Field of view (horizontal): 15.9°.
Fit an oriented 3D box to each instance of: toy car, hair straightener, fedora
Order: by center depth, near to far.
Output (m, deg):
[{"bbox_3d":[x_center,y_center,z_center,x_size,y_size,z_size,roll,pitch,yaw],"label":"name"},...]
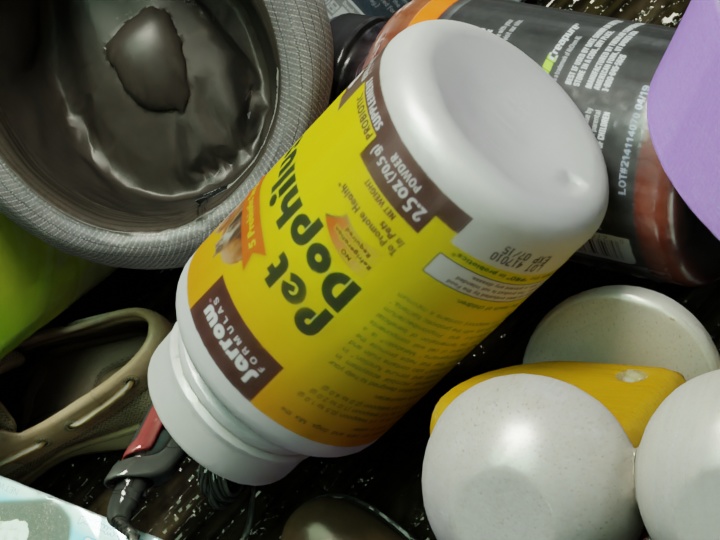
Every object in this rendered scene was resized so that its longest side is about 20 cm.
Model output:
[{"bbox_3d":[0.127,0.093,0.972,0.199,0.175,0.151,-3,105,26],"label":"toy car"},{"bbox_3d":[-0.101,-0.101,1.119,0.177,0.090,0.200,-35,94,8],"label":"fedora"},{"bbox_3d":[-0.049,0.051,1.134,0.077,0.041,0.200,25,56,2],"label":"hair straightener"}]

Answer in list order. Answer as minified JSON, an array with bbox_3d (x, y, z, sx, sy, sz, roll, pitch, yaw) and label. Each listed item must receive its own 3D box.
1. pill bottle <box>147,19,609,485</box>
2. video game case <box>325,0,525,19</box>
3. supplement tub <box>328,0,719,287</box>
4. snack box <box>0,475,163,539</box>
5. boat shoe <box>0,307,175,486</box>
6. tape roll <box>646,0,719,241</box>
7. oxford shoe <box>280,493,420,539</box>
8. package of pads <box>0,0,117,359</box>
[{"bbox_3d":[0.000,0.000,1.038,0.200,0.109,0.110,-46,48,33],"label":"pill bottle"},{"bbox_3d":[-0.027,-0.163,1.184,0.182,0.200,0.023,-44,10,2],"label":"video game case"},{"bbox_3d":[0.071,-0.062,1.108,0.199,0.107,0.107,14,72,32],"label":"supplement tub"},{"bbox_3d":[-0.157,0.154,1.132,0.199,0.037,0.117,19,75,17],"label":"snack box"},{"bbox_3d":[-0.166,0.061,1.200,0.199,0.065,0.072,-22,57,17],"label":"boat shoe"},{"bbox_3d":[0.211,-0.053,0.974,0.200,0.199,0.066,55,136,37],"label":"tape roll"},{"bbox_3d":[0.014,0.161,1.040,0.073,0.084,0.200,-38,52,8],"label":"oxford shoe"},{"bbox_3d":[-0.182,-0.038,1.161,0.068,0.155,0.200,-1,27,36],"label":"package of pads"}]
